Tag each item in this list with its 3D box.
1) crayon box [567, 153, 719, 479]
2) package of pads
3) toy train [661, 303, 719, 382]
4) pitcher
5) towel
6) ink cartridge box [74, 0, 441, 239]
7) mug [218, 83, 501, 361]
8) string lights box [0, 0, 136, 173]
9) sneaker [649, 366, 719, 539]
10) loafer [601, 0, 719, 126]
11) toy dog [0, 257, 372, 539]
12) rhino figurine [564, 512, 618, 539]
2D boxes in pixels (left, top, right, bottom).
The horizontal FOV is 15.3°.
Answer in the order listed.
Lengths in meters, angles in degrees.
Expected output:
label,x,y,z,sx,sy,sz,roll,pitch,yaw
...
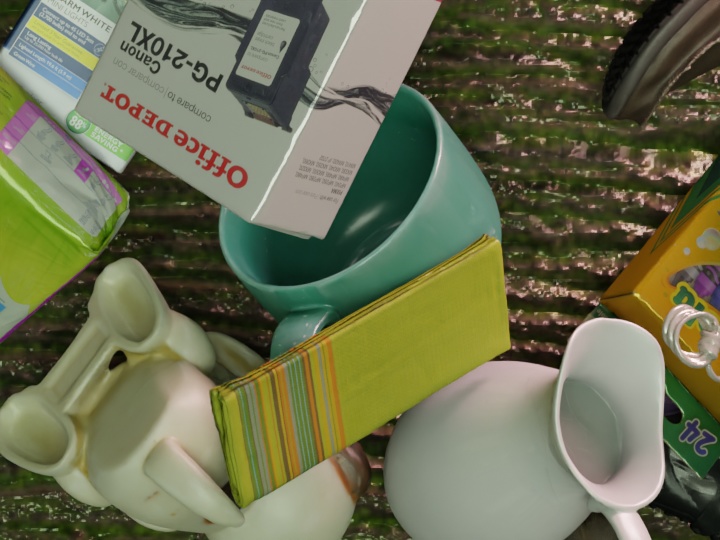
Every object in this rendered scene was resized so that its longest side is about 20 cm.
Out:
label,x,y,z,sx,sy,sz,roll,pitch,yaw
crayon box,0.236,0.012,1.625,0.126,0.052,0.200,45,72,-11
package of pads,-0.251,-0.057,1.587,0.200,0.068,0.154,44,127,-11
toy train,0.252,0.001,1.579,0.150,0.056,0.200,40,69,-12
pitcher,0.102,0.133,1.595,0.121,0.200,0.173,3,74,-33
towel,0.003,0.056,1.515,0.199,0.018,0.086,-30,134,-25
ink cartridge box,-0.050,-0.139,1.511,0.144,0.084,0.201,32,100,27
mug,-0.003,-0.008,1.592,0.185,0.152,0.114,-48,133,-8
string lights box,-0.131,-0.172,1.604,0.102,0.059,0.201,32,98,-8
sneaker,0.200,0.125,1.685,0.087,0.076,0.201,-31,95,14
loafer,0.227,-0.157,1.618,0.071,0.073,0.200,42,97,-9
toy dog,-0.083,0.108,1.609,0.200,0.194,0.140,35,84,-42
rhino figurine,0.162,0.232,1.688,0.059,0.087,0.201,-20,102,2
